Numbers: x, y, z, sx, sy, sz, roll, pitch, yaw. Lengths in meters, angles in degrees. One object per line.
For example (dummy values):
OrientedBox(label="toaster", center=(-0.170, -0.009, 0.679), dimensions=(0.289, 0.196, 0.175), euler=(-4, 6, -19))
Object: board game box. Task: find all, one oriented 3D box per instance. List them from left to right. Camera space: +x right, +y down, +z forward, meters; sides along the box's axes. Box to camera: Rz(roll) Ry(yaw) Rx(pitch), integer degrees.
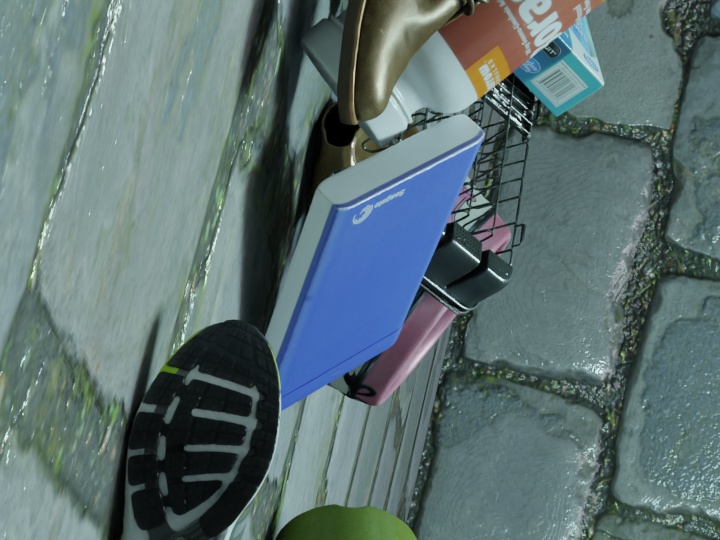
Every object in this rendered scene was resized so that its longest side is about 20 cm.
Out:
OrientedBox(label="board game box", center=(0.105, -0.232, 1.469), dimensions=(0.151, 0.047, 0.201), euler=(41, 29, -36))

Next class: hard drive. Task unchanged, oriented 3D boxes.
OrientedBox(label="hard drive", center=(0.000, 0.000, 1.264), dimensions=(0.132, 0.025, 0.200), euler=(-29, 153, -38))

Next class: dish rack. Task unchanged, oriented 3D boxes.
OrientedBox(label="dish rack", center=(0.059, -0.089, 1.386), dimensions=(0.153, 0.054, 0.201), euler=(38, 48, -34))

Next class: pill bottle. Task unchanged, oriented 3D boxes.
OrientedBox(label="pill bottle", center=(0.065, -0.169, 1.222), dimensions=(0.200, 0.112, 0.112), euler=(-38, 171, 0))

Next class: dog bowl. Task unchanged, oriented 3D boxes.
OrientedBox(label="dog bowl", center=(0.036, 0.016, 1.489), dimensions=(0.200, 0.074, 0.200), euler=(-51, 175, -6))

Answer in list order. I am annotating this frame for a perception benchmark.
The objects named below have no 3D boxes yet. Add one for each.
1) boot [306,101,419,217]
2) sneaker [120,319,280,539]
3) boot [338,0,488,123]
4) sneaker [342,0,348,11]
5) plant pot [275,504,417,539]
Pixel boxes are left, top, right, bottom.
OrientedBox(label="boot", center=(0.009, -0.093, 1.447), dimensions=(0.200, 0.073, 0.076), euler=(-57, 149, -67))
OrientedBox(label="sneaker", center=(-0.089, 0.119, 1.015), dimensions=(0.081, 0.073, 0.201), euler=(-96, -157, -81))
OrientedBox(label="boot", center=(0.044, -0.165, 1.110), dimensions=(0.074, 0.075, 0.201), euler=(86, 25, -67))
OrientedBox(label="sneaker", center=(0.056, -0.252, 1.344), dimensions=(0.077, 0.111, 0.201), euler=(71, 32, -78))
OrientedBox(label="plant pot", center=(-0.013, 0.291, 1.556), dimensions=(0.191, 0.199, 0.201), euler=(-91, -175, -48))
